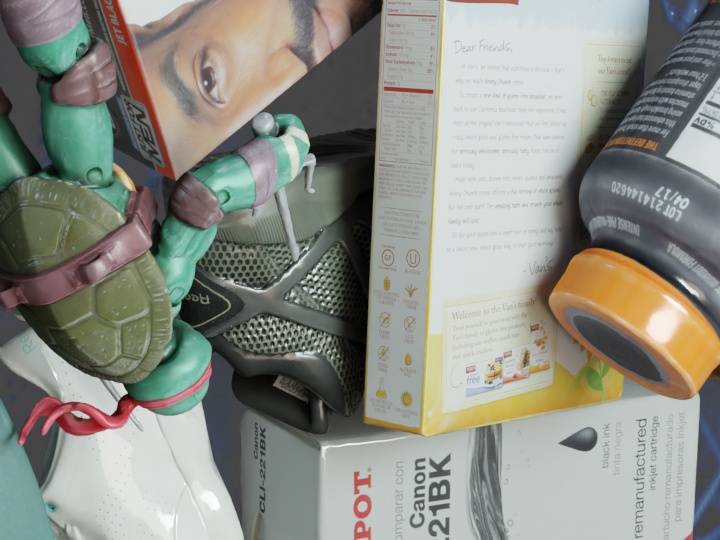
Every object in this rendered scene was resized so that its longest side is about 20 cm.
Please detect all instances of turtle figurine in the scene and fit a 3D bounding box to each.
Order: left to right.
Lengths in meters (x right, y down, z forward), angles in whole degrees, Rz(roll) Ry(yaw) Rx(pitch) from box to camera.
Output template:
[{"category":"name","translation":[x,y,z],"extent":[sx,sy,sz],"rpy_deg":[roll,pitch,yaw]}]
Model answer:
[{"category":"turtle figurine","translation":[-0.091,-0.020,0.674],"extent":[0.149,0.101,0.201],"rpy_deg":[-19,115,17]}]

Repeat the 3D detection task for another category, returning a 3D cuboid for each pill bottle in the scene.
[{"category":"pill bottle","translation":[0.160,-0.046,0.773],"extent":[0.106,0.106,0.201],"rpy_deg":[43,78,-27]}]

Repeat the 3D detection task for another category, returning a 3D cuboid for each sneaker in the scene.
[{"category":"sneaker","translation":[-0.099,0.108,0.815],"extent":[0.088,0.075,0.202],"rpy_deg":[-18,102,-10]},{"category":"sneaker","translation":[0.000,0.000,0.820],"extent":[0.199,0.076,0.115],"rpy_deg":[-15,114,-43]}]

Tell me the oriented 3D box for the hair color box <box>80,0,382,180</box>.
[{"category":"hair color box","translation":[-0.035,-0.142,0.748],"extent":[0.200,0.064,0.111],"rpy_deg":[-42,140,-25]}]

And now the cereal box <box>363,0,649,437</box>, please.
[{"category":"cereal box","translation":[0.063,-0.040,0.787],"extent":[0.143,0.039,0.202],"rpy_deg":[-4,99,-48]}]

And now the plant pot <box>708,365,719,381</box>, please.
[{"category":"plant pot","translation":[0.241,-0.047,0.897],"extent":[0.186,0.187,0.202],"rpy_deg":[13,79,-28]}]

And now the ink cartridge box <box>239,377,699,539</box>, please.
[{"category":"ink cartridge box","translation":[0.050,0.124,0.875],"extent":[0.198,0.084,0.146],"rpy_deg":[-5,104,-25]}]

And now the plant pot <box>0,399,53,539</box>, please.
[{"category":"plant pot","translation":[-0.213,0.049,0.704],"extent":[0.141,0.141,0.201],"rpy_deg":[-41,123,-13]}]
